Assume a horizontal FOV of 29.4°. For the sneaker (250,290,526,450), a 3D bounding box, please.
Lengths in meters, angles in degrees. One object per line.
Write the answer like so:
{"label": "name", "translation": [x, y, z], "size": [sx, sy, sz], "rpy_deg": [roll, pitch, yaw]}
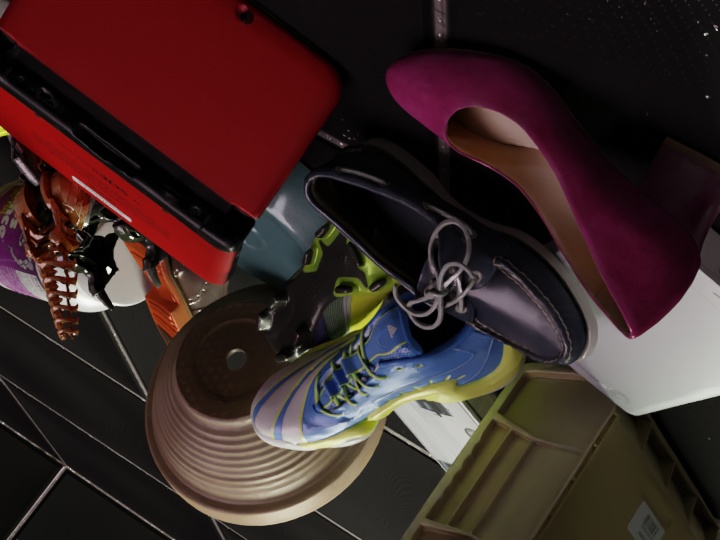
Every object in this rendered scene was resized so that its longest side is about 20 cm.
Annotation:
{"label": "sneaker", "translation": [0.007, 0.056, 0.910], "size": [0.105, 0.199, 0.076], "rpy_deg": [55, -163, -58]}

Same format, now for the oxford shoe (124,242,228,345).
{"label": "oxford shoe", "translation": [-0.154, -0.021, 1.165], "size": [0.071, 0.073, 0.201], "rpy_deg": [33, 145, 45]}

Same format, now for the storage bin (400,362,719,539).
{"label": "storage bin", "translation": [0.142, 0.199, 0.957], "size": [0.093, 0.199, 0.200], "rpy_deg": [14, 149, 48]}

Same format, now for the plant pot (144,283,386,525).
{"label": "plant pot", "translation": [-0.083, 0.087, 1.069], "size": [0.200, 0.201, 0.093], "rpy_deg": [25, 160, 27]}

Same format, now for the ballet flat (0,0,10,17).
{"label": "ballet flat", "translation": [-0.293, -0.183, 1.029], "size": [0.199, 0.070, 0.070], "rpy_deg": [32, 159, 12]}

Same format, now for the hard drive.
{"label": "hard drive", "translation": [0.165, 0.025, 0.797], "size": [0.132, 0.026, 0.200], "rpy_deg": [39, 159, -6]}

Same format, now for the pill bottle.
{"label": "pill bottle", "translation": [-0.263, -0.023, 1.255], "size": [0.199, 0.113, 0.112], "rpy_deg": [11, 147, 49]}

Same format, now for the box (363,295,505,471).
{"label": "box", "translation": [0.091, 0.112, 1.050], "size": [0.116, 0.060, 0.200], "rpy_deg": [11, 148, 49]}

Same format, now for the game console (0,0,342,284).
{"label": "game console", "translation": [-0.129, -0.107, 0.872], "size": [0.200, 0.119, 0.172], "rpy_deg": [37, 164, 1]}

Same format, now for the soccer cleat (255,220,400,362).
{"label": "soccer cleat", "translation": [-0.001, -0.001, 0.950], "size": [0.065, 0.083, 0.200], "rpy_deg": [58, 138, 10]}

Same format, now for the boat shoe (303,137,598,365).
{"label": "boat shoe", "translation": [0.050, -0.007, 0.807], "size": [0.200, 0.062, 0.075], "rpy_deg": [43, 134, 20]}

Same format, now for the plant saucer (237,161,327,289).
{"label": "plant saucer", "translation": [-0.079, -0.040, 1.035], "size": [0.199, 0.036, 0.200], "rpy_deg": [32, 158, 14]}

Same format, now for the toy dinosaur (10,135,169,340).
{"label": "toy dinosaur", "translation": [-0.206, -0.042, 0.980], "size": [0.102, 0.201, 0.136], "rpy_deg": [-1, 152, 36]}

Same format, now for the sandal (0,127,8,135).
{"label": "sandal", "translation": [-0.327, -0.151, 1.162], "size": [0.200, 0.079, 0.088], "rpy_deg": [1, 108, 65]}

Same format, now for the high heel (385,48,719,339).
{"label": "high heel", "translation": [0.080, -0.042, 0.689], "size": [0.199, 0.096, 0.067], "rpy_deg": [29, 158, 20]}
